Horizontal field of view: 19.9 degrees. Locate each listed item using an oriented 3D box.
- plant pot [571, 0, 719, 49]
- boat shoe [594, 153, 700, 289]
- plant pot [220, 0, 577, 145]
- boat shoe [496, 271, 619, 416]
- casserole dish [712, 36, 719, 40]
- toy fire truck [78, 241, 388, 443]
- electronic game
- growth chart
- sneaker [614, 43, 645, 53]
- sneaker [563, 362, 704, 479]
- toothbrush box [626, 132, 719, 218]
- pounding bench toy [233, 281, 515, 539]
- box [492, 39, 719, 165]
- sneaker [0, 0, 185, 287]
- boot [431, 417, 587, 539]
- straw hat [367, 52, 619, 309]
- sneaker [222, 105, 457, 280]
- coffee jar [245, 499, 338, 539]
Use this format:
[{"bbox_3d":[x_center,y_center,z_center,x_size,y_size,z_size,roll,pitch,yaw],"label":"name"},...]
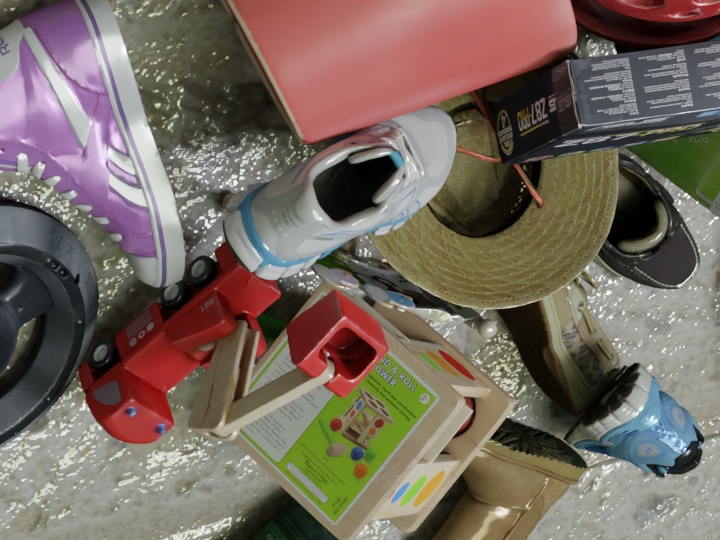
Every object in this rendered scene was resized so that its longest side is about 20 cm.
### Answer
[{"bbox_3d":[0.187,-0.241,1.217,0.200,0.201,0.183,-38,168,-6],"label":"plant pot"},{"bbox_3d":[0.199,-0.035,1.517,0.073,0.065,0.200,-51,132,3],"label":"boat shoe"},{"bbox_3d":[0.009,-0.177,1.239,0.177,0.201,0.201,-29,130,-2],"label":"plant pot"},{"bbox_3d":[0.145,0.029,1.526,0.063,0.073,0.200,-41,143,-12],"label":"boat shoe"},{"bbox_3d":[0.245,-0.235,1.387,0.200,0.039,0.121,-63,144,-31],"label":"casserole dish"},{"bbox_3d":[-0.087,0.059,1.303,0.200,0.141,0.049,-40,133,15],"label":"toy fire truck"},{"bbox_3d":[-0.256,0.044,1.297,0.200,0.042,0.200,-22,132,-27],"label":"electronic game"},{"bbox_3d":[0.000,0.000,1.366,0.200,0.145,0.018,21,99,-37],"label":"growth chart"},{"bbox_3d":[0.144,-0.215,1.375,0.115,0.075,0.200,-17,116,-16],"label":"sneaker"},{"bbox_3d":[0.214,0.128,1.563,0.078,0.090,0.200,-50,176,-1],"label":"sneaker"},{"bbox_3d":[0.304,-0.130,1.470,0.086,0.146,0.200,27,103,-39],"label":"toothbrush box"},{"bbox_3d":[-0.017,0.074,1.422,0.124,0.200,0.156,-52,163,9],"label":"pounding bench toy"},{"bbox_3d":[0.201,-0.113,1.307,0.200,0.161,0.049,-9,85,-14],"label":"box"},{"bbox_3d":[-0.182,-0.065,1.264,0.114,0.073,0.201,-24,118,-13],"label":"sneaker"},{"bbox_3d":[0.071,0.207,1.591,0.175,0.066,0.200,25,104,-39],"label":"boot"},{"bbox_3d":[0.077,-0.065,1.400,0.201,0.085,0.202,2,80,-13],"label":"straw hat"},{"bbox_3d":[0.010,-0.057,1.265,0.200,0.087,0.075,-36,97,-44],"label":"sneaker"},{"bbox_3d":[-0.088,0.263,1.511,0.200,0.085,0.104,-37,134,-9],"label":"coffee jar"}]
